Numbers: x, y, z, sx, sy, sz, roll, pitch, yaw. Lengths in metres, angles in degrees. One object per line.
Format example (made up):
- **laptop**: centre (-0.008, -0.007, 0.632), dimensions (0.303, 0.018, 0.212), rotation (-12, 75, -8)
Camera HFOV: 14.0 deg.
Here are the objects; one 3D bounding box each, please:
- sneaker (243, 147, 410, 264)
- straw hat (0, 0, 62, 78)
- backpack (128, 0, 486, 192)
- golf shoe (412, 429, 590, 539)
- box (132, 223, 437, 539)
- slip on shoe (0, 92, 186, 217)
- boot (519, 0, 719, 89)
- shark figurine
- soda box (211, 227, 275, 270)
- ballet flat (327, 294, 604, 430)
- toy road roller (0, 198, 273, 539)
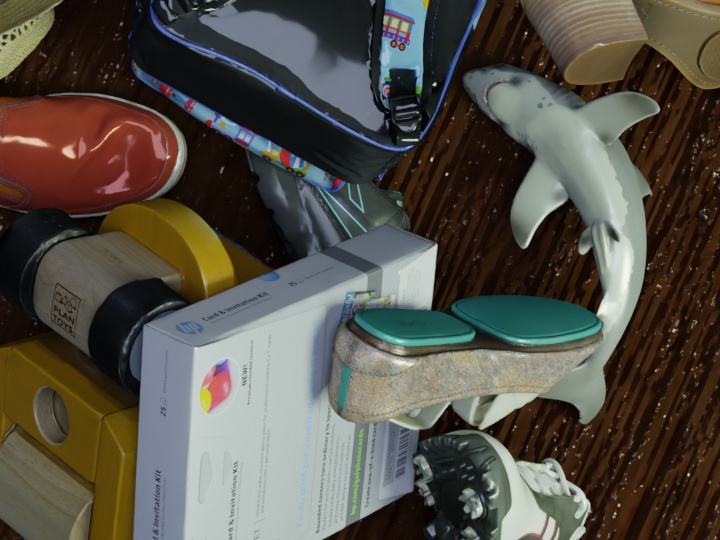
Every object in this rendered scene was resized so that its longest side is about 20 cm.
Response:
- **sneaker**: centre (0.000, 0.000, 1.686), dimensions (0.079, 0.075, 0.201), rotation (-22, 94, -5)
- **straw hat**: centre (-0.223, -0.152, 1.654), dimensions (0.200, 0.202, 0.085), rotation (-18, 134, -2)
- **backpack**: centre (-0.017, -0.170, 1.622), dimensions (0.182, 0.135, 0.201), rotation (27, 72, -6)
- **golf shoe**: centre (0.081, 0.127, 1.647), dimensions (0.088, 0.200, 0.077), rotation (-30, 68, -10)
- **box**: centre (-0.039, 0.077, 1.563), dimensions (0.041, 0.200, 0.157), rotation (21, 119, 32)
- **slip on shoe**: centre (-0.199, -0.070, 1.676), dimensions (0.198, 0.061, 0.075), rotation (6, 91, -5)
- **boot**: centre (0.166, -0.185, 1.692), dimensions (0.199, 0.077, 0.156), rotation (-8, 63, -26)
- **shark figurine**: centre (0.143, -0.024, 1.696), dimensions (0.127, 0.089, 0.216), rotation (-14, 85, 31)
- **soda box**: centre (-0.122, 0.071, 1.683), dimensions (0.063, 0.070, 0.201), rotation (32, 90, -4)
- **ballet flat**: centre (0.053, 0.052, 1.594), dimensions (0.199, 0.068, 0.068), rotation (-1, 116, -44)
- **toy road roller**: centre (-0.114, 0.059, 1.587), dimensions (0.145, 0.123, 0.201), rotation (-13, 124, -41)
